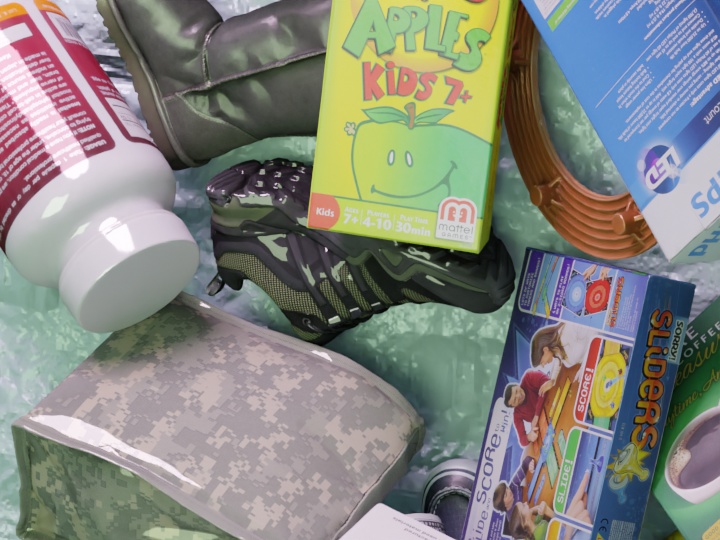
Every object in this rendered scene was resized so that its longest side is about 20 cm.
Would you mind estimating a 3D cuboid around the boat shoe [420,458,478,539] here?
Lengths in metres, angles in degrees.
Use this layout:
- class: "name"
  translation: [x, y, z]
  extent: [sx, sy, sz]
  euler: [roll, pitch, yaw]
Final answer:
- class: "boat shoe"
  translation: [0.073, 0.217, 1.545]
  extent: [0.071, 0.091, 0.201]
  euler: [-14, 96, 24]

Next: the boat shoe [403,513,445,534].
- class: "boat shoe"
  translation: [-0.023, 0.206, 1.567]
  extent: [0.200, 0.071, 0.064]
  euler: [-29, 61, 44]

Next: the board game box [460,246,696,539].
- class: "board game box"
  translation: [0.119, 0.094, 1.461]
  extent: [0.135, 0.034, 0.200]
  euler: [16, 94, 62]

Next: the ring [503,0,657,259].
- class: "ring"
  translation: [0.128, -0.105, 1.428]
  extent: [0.200, 0.019, 0.201]
  euler: [24, 118, 57]

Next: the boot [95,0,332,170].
- class: "boot"
  translation: [-0.048, -0.152, 1.528]
  extent: [0.200, 0.073, 0.182]
  euler: [-12, 110, 31]

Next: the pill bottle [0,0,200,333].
- class: "pill bottle"
  translation: [-0.184, -0.064, 1.553]
  extent: [0.113, 0.113, 0.200]
  euler: [-47, 64, 24]

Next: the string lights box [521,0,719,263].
- class: "string lights box"
  translation: [0.159, -0.114, 1.308]
  extent: [0.103, 0.059, 0.200]
  euler: [-48, 58, 39]

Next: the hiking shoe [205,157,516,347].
- class: "hiking shoe"
  translation: [0.000, 0.000, 1.550]
  extent: [0.200, 0.076, 0.101]
  euler: [18, 124, 21]

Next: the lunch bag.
- class: "lunch bag"
  translation: [-0.080, 0.118, 1.532]
  extent: [0.200, 0.164, 0.118]
  euler: [21, 132, 22]

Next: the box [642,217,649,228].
- class: "box"
  translation: [0.229, -0.115, 1.373]
  extent: [0.128, 0.109, 0.200]
  euler: [19, 114, 58]

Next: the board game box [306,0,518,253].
- class: "board game box"
  translation: [0.033, -0.118, 1.454]
  extent: [0.101, 0.048, 0.200]
  euler: [9, 102, 9]

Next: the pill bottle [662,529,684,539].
- class: "pill bottle"
  translation: [0.181, 0.218, 1.466]
  extent: [0.200, 0.112, 0.112]
  euler: [-40, 85, 9]

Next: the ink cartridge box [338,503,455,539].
- class: "ink cartridge box"
  translation: [-0.016, 0.243, 1.417]
  extent: [0.084, 0.200, 0.146]
  euler: [24, 122, 19]

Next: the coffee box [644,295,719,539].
- class: "coffee box"
  translation: [0.220, 0.101, 1.404]
  extent: [0.123, 0.200, 0.044]
  euler: [-44, 127, 8]
